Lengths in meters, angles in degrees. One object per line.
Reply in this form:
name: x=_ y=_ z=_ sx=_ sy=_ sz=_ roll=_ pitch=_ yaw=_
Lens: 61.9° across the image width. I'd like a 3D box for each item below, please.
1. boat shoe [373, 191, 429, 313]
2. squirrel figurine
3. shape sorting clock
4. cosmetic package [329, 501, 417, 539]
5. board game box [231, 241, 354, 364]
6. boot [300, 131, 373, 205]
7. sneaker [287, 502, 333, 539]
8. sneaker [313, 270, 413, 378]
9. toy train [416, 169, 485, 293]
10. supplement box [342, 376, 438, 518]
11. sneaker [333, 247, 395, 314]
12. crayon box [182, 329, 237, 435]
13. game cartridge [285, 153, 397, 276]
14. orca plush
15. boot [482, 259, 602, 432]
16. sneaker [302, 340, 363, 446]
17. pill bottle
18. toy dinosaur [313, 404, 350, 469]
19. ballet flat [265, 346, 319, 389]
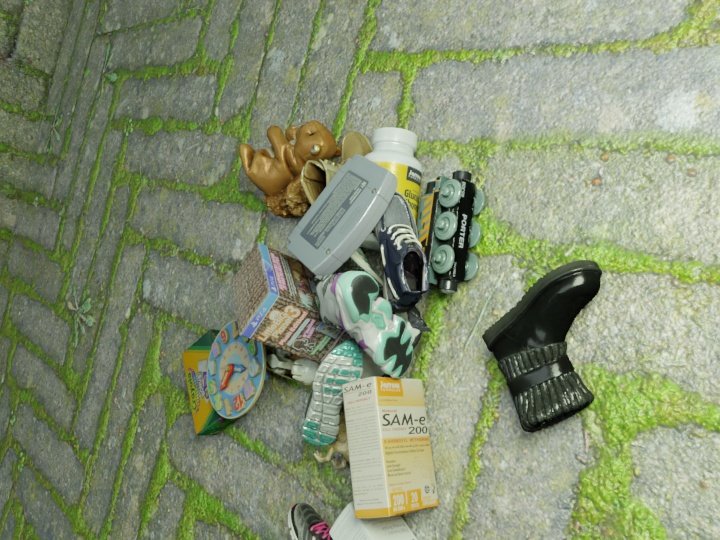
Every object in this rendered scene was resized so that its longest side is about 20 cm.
boat shoe: x=0.068 y=-0.042 z=0.923 sx=0.093 sy=0.074 sz=0.201 roll=132 pitch=132 yaw=-68
squirrel figurine: x=-0.124 y=-0.206 z=1.230 sx=0.186 sy=0.141 sz=0.201 roll=-16 pitch=83 yaw=28
shape sorting clock: x=-0.257 y=0.198 z=1.219 sx=0.199 sy=0.039 sz=0.201 roll=-9 pitch=76 yaw=41
cosmetic package: x=0.049 y=0.451 z=0.915 sx=0.200 sy=0.101 sz=0.074 roll=45 pitch=111 yaw=38
board game box: x=-0.112 y=0.063 z=1.059 sx=0.097 sy=0.199 sz=0.160 roll=-53 pitch=31 yaw=19
boot: x=-0.039 y=-0.186 z=1.107 sx=0.073 sy=0.155 sz=0.201 roll=-19 pitch=67 yaw=38
sneaker: x=-0.046 y=0.466 z=1.019 sx=0.200 sy=0.074 sz=0.088 roll=46 pitch=111 yaw=34
sneaker: x=-0.005 y=0.079 z=0.944 sx=0.140 sy=0.201 sz=0.078 roll=5 pitch=39 yaw=49
toy train: x=0.134 y=-0.062 z=0.975 sx=0.114 sy=0.085 sz=0.201 roll=-2 pitch=79 yaw=52
supplement box: x=0.047 y=0.273 z=0.941 sx=0.073 sy=0.126 sz=0.201 roll=-22 pitch=67 yaw=38
sneaker: x=-0.001 y=0.000 z=1.064 sx=0.200 sy=0.093 sz=0.070 roll=46 pitch=119 yaw=-6
crayon box: x=-0.326 y=0.248 z=1.334 sx=0.119 sy=0.058 sz=0.201 roll=-38 pitch=57 yaw=30
game cartridge: x=-0.030 y=-0.088 z=0.970 sx=0.200 sy=0.041 sz=0.133 roll=-52 pitch=45 yaw=2
orca plush: x=0.043 y=0.115 z=1.019 sx=0.071 sy=0.105 sz=0.200 roll=-72 pitch=8 yaw=-51
boot: x=0.270 y=0.104 z=0.806 sx=0.211 sy=0.079 sz=0.158 roll=-52 pitch=43 yaw=34
sneaker: x=-0.053 y=0.195 z=1.023 sx=0.091 sy=0.077 sz=0.201 roll=-101 pitch=32 yaw=-66
pill bottle: x=0.049 y=-0.139 z=1.045 sx=0.112 sy=0.112 sz=0.201 roll=2 pitch=82 yaw=43
toy dinosaur: x=-0.027 y=0.308 z=1.048 sx=0.101 sy=0.058 sz=0.201 roll=-39 pitch=56 yaw=28
ballet flat: x=-0.122 y=0.186 z=1.158 sx=0.199 sy=0.071 sz=0.071 roll=11 pitch=87 yaw=43
